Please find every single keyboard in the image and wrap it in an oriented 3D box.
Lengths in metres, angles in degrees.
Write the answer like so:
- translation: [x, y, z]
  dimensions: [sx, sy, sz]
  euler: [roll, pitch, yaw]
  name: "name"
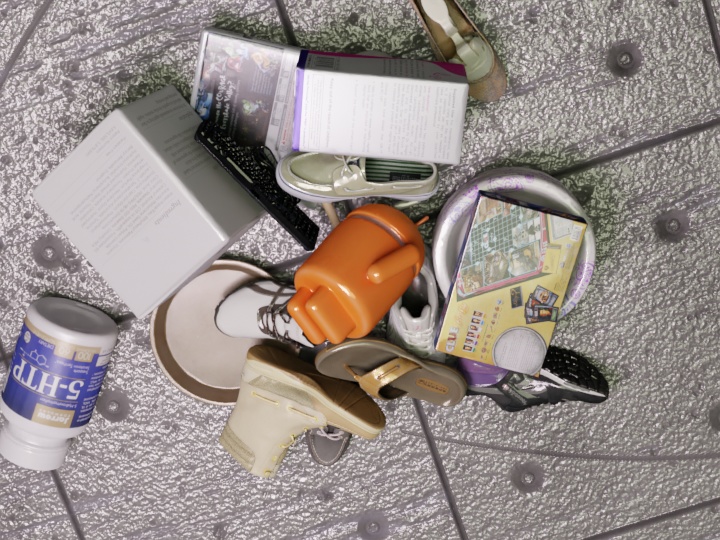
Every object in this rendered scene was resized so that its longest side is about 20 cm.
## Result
- translation: [-0.115, -0.116, 1.663]
  dimensions: [0.040, 0.104, 0.200]
  euler: [-40, 107, 15]
  name: "keyboard"

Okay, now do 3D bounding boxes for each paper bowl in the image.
- translation: [0.188, -0.030, 1.714]
  dimensions: [0.199, 0.104, 0.202]
  euler: [0, 106, 1]
  name: "paper bowl"

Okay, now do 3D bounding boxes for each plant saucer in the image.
- translation: [-0.174, 0.079, 1.786]
  dimensions: [0.199, 0.029, 0.201]
  euler: [0, 106, 0]
  name: "plant saucer"

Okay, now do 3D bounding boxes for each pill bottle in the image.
- translation: [-0.394, 0.147, 1.760]
  dimensions: [0.119, 0.120, 0.201]
  euler: [19, 105, -5]
  name: "pill bottle"

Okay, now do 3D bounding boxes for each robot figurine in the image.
- translation: [0.001, 0.000, 1.637]
  dimensions: [0.116, 0.144, 0.200]
  euler: [34, 60, 12]
  name: "robot figurine"

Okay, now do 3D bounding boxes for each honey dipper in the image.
- translation: [-0.027, -0.056, 1.728]
  dimensions: [0.038, 0.038, 0.201]
  euler: [-21, 113, 6]
  name: "honey dipper"

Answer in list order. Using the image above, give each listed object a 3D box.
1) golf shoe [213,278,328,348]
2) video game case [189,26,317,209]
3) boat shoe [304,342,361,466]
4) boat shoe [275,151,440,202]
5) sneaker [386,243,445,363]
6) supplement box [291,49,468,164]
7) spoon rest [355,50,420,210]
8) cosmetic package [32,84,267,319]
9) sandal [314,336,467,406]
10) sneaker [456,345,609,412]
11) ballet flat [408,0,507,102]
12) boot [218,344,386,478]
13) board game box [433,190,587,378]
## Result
- translation: [-0.091, 0.056, 1.714]
  dimensions: [0.199, 0.095, 0.078]
  euler: [-7, 108, 8]
  name: "golf shoe"
- translation: [-0.122, -0.186, 1.696]
  dimensions: [0.181, 0.023, 0.201]
  euler: [12, 117, -3]
  name: "video game case"
- translation: [-0.034, 0.170, 1.795]
  dimensions: [0.066, 0.057, 0.201]
  euler: [11, 105, -3]
  name: "boat shoe"
- translation: [-0.002, -0.122, 1.643]
  dimensions: [0.199, 0.062, 0.072]
  euler: [1, 72, -1]
  name: "boat shoe"
- translation: [0.067, 0.069, 1.744]
  dimensions: [0.077, 0.099, 0.201]
  euler: [-8, 105, 3]
  name: "sneaker"
- translation: [0.023, -0.193, 1.613]
  dimensions: [0.199, 0.101, 0.104]
  euler: [4, 111, 0]
  name: "supplement box"
- translation: [0.027, -0.173, 1.707]
  dimensions: [0.099, 0.061, 0.201]
  euler: [-16, 92, 4]
  name: "spoon rest"
- translation: [-0.244, -0.085, 1.643]
  dimensions: [0.165, 0.165, 0.200]
  euler: [-39, 93, 24]
  name: "cosmetic package"
- translation: [0.041, 0.137, 1.723]
  dimensions: [0.199, 0.054, 0.080]
  euler: [19, 133, -10]
  name: "sandal"
- translation: [0.221, 0.146, 1.791]
  dimensions: [0.199, 0.076, 0.088]
  euler: [17, 120, -1]
  name: "sneaker"
- translation: [0.112, -0.284, 1.662]
  dimensions: [0.068, 0.067, 0.200]
  euler: [-37, 103, 8]
  name: "ballet flat"
- translation: [-0.077, 0.203, 1.756]
  dimensions: [0.199, 0.073, 0.156]
  euler: [25, 111, 9]
  name: "boot"
- translation: [0.179, 0.017, 1.656]
  dimensions: [0.135, 0.035, 0.201]
  euler: [15, 105, -3]
  name: "board game box"
